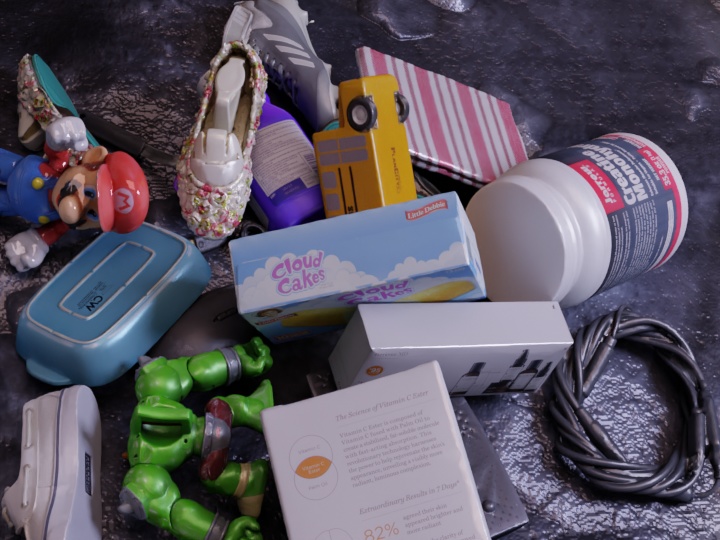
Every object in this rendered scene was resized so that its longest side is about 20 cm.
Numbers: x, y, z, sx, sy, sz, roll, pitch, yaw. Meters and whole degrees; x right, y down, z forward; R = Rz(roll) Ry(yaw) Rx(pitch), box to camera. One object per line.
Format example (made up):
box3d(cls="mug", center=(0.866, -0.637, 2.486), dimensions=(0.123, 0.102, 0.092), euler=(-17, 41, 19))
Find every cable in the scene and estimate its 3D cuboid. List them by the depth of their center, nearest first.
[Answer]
box3d(cls="cable", center=(0.252, 0.122, 1.379), dimensions=(0.161, 0.051, 0.202), euler=(2, 57, -8))

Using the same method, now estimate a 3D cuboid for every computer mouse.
box3d(cls="computer mouse", center=(-0.133, 0.024, 1.340), dimensions=(0.199, 0.046, 0.141), euler=(-29, 67, -30))

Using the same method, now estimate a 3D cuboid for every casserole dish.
box3d(cls="casserole dish", center=(-0.219, 0.020, 1.302), dimensions=(0.120, 0.039, 0.200), euler=(21, 50, 27))

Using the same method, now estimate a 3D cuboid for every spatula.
box3d(cls="spatula", center=(-0.198, -0.112, 1.418), dimensions=(0.198, 0.021, 0.057), euler=(24, 77, 22))

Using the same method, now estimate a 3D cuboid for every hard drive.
box3d(cls="hard drive", center=(0.045, 0.162, 1.290), dimensions=(0.134, 0.042, 0.201), euler=(-17, 61, -26))

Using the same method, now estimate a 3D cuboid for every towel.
box3d(cls="towel", center=(0.085, -0.140, 1.479), dimensions=(0.198, 0.030, 0.147), euler=(18, 40, -28))

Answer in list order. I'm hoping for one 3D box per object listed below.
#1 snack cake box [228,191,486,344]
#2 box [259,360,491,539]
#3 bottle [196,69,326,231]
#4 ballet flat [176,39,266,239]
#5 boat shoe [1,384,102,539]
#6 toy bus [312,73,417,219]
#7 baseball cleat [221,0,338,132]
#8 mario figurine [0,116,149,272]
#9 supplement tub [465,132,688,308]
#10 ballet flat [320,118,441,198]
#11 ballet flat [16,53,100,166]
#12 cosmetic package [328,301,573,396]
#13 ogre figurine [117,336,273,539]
box3d(cls="snack cake box", center=(0.000, 0.000, 1.260), dimensions=(0.198, 0.115, 0.068), euler=(-12, 74, 9))
box3d(cls="box", center=(0.021, 0.197, 1.172), dimensions=(0.151, 0.107, 0.202), euler=(-16, 67, 2))
box3d(cls="bottle", center=(-0.093, -0.116, 1.441), dimensions=(0.083, 0.066, 0.201), euler=(-25, 64, -23))
box3d(cls="ballet flat", center=(-0.130, -0.127, 1.361), dimensions=(0.075, 0.064, 0.202), euler=(5, 62, 0))
box3d(cls="boat shoe", center=(-0.251, 0.187, 1.185), dimensions=(0.069, 0.071, 0.202), euler=(-11, 58, 10))
box3d(cls="toy bus", center=(0.008, -0.075, 1.360), dimensions=(0.065, 0.078, 0.202), euler=(-17, 99, -55))
box3d(cls="baseball cleat", center=(-0.085, -0.205, 1.517), dimensions=(0.105, 0.070, 0.201), euler=(-10, 48, -14))
box3d(cls="mario figurine", center=(-0.279, -0.067, 1.294), dimensions=(0.198, 0.124, 0.107), euler=(5, 63, 21))
box3d(cls="supplement tub", center=(0.204, -0.045, 1.400), dimensions=(0.199, 0.141, 0.141), euler=(-20, 61, -43))
box3d(cls="ballet flat", center=(0.039, -0.071, 1.447), dimensions=(0.200, 0.068, 0.068), euler=(42, 98, 5))
box3d(cls="ballet flat", center=(-0.286, -0.124, 1.398), dimensions=(0.064, 0.076, 0.200), euler=(-39, 62, 2))
box3d(cls="cosmetic package", center=(0.079, 0.071, 1.290), dimensions=(0.198, 0.083, 0.051), euler=(-1, 51, -25))
box3d(cls="ogre figurine", center=(-0.134, 0.140, 1.221), dimensions=(0.119, 0.098, 0.202), euler=(12, 75, -14))
